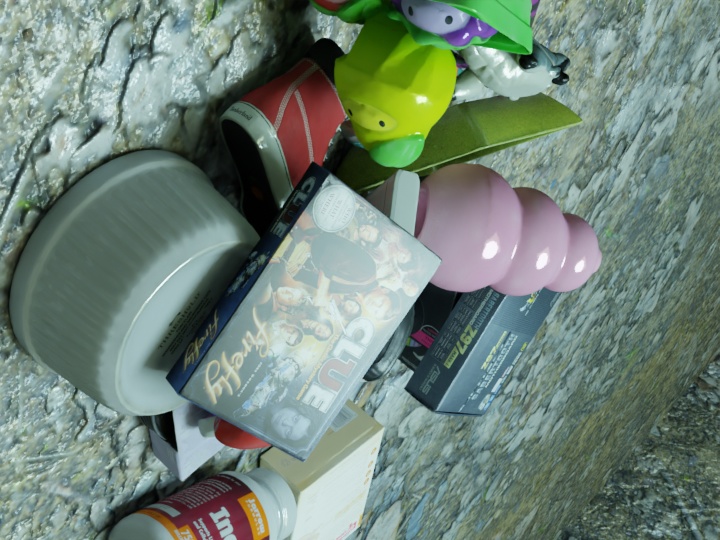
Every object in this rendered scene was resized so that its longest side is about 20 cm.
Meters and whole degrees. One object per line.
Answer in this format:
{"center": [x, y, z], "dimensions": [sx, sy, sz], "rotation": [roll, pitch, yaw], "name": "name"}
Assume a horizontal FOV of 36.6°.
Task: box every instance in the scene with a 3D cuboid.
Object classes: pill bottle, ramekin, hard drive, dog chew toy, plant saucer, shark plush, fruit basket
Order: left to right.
{"center": [-0.162, 0.018, 0.855], "dimensions": [0.200, 0.105, 0.201], "rotation": [-40, 150, -29], "name": "ramekin"}
{"center": [-0.161, 0.282, 1.155], "dimensions": [0.199, 0.113, 0.114], "rotation": [-18, 136, -52], "name": "pill bottle"}
{"center": [0.000, 0.000, 1.015], "dimensions": [0.200, 0.026, 0.134], "rotation": [145, -46, -66], "name": "hard drive"}
{"center": [0.022, -0.184, 0.822], "dimensions": [0.217, 0.215, 0.155], "rotation": [-60, 154, 11], "name": "fruit basket"}
{"center": [0.089, -0.130, 1.075], "dimensions": [0.199, 0.198, 0.048], "rotation": [-19, 93, -50], "name": "plant saucer"}
{"center": [0.145, -0.031, 1.071], "dimensions": [0.198, 0.125, 0.126], "rotation": [13, 117, -17], "name": "dog chew toy"}
{"center": [0.149, -0.202, 0.963], "dimensions": [0.198, 0.084, 0.090], "rotation": [-6, 170, -44], "name": "shark plush"}

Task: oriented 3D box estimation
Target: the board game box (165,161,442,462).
{"center": [-0.041, 0.036, 0.854], "dimensions": [0.135, 0.035, 0.201], "rotation": [34, 91, -34], "name": "board game box"}

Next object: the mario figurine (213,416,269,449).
{"center": [-0.078, 0.063, 0.939], "dimensions": [0.123, 0.106, 0.201], "rotation": [12, 113, -56], "name": "mario figurine"}

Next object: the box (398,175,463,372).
{"center": [0.087, 0.005, 1.243], "dimensions": [0.106, 0.122, 0.202], "rotation": [-30, 144, -40], "name": "box"}

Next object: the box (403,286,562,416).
{"center": [0.146, 0.067, 1.216], "dimensions": [0.201, 0.051, 0.157], "rotation": [-59, 152, 6], "name": "box"}

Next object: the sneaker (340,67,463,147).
{"center": [0.060, -0.182, 1.021], "dimensions": [0.201, 0.071, 0.080], "rotation": [-51, 137, -12], "name": "sneaker"}

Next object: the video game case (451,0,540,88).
{"center": [0.111, -0.283, 0.961], "dimensions": [0.180, 0.036, 0.202], "rotation": [19, 90, -53], "name": "video game case"}

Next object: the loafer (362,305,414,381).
{"center": [0.020, 0.012, 1.098], "dimensions": [0.070, 0.068, 0.203], "rotation": [29, 62, -32], "name": "loafer"}

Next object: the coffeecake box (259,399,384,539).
{"center": [-0.059, 0.282, 1.373], "dimensions": [0.153, 0.073, 0.202], "rotation": [-32, 145, -40], "name": "coffeecake box"}

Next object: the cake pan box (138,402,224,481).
{"center": [-0.128, 0.088, 1.059], "dimensions": [0.200, 0.052, 0.186], "rotation": [-39, 148, -31], "name": "cake pan box"}

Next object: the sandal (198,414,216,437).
{"center": [-0.075, 0.116, 1.064], "dimensions": [0.202, 0.082, 0.050], "rotation": [-14, 90, -52], "name": "sandal"}

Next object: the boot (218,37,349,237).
{"center": [-0.041, -0.101, 0.965], "dimensions": [0.144, 0.072, 0.201], "rotation": [-44, 149, -26], "name": "boot"}
